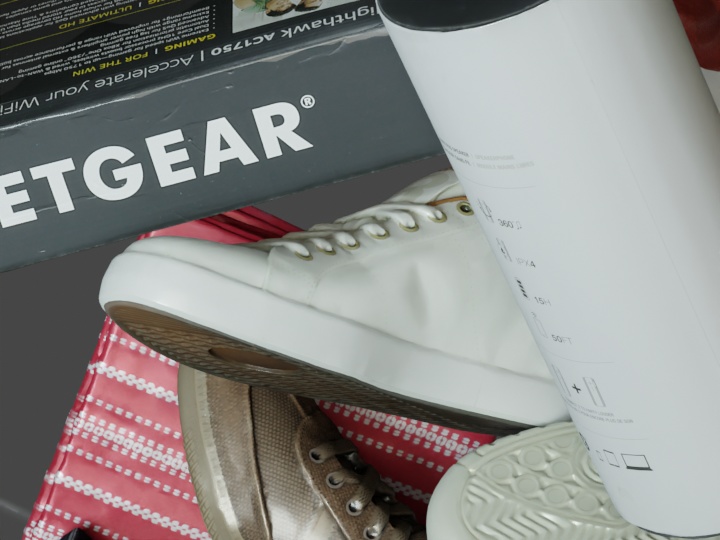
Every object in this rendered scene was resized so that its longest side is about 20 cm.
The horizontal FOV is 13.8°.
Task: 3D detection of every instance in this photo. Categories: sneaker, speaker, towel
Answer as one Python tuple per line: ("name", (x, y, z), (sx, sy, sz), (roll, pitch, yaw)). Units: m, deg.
("sneaker", (0.117, 0.106, 1.001), (0.199, 0.077, 0.111), (-4, 142, -10))
("speaker", (0.077, -0.017, 0.889), (0.081, 0.081, 0.200), (-23, 121, 7))
("sneaker", (0.000, 0.000, 0.962), (0.200, 0.073, 0.085), (15, 80, -43))
("sneaker", (0.006, 0.104, 0.992), (0.075, 0.070, 0.200), (-22, 87, 23))
("towel", (-0.039, 0.083, 1.055), (0.144, 0.022, 0.200), (21, 103, -4))

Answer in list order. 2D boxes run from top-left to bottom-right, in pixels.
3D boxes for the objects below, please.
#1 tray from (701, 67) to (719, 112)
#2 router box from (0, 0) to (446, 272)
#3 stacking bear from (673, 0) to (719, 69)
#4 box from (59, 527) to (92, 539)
("tray", (0.138, -0.102, 0.996), (0.200, 0.022, 0.107), (-37, 75, 9))
("router box", (-0.073, -0.063, 0.959), (0.199, 0.149, 0.051), (-15, 116, 6))
("stacking bear", (0.133, -0.181, 0.934), (0.121, 0.114, 0.200), (36, 83, -6))
("box", (-0.098, 0.234, 1.027), (0.197, 0.117, 0.200), (42, 104, -10))
